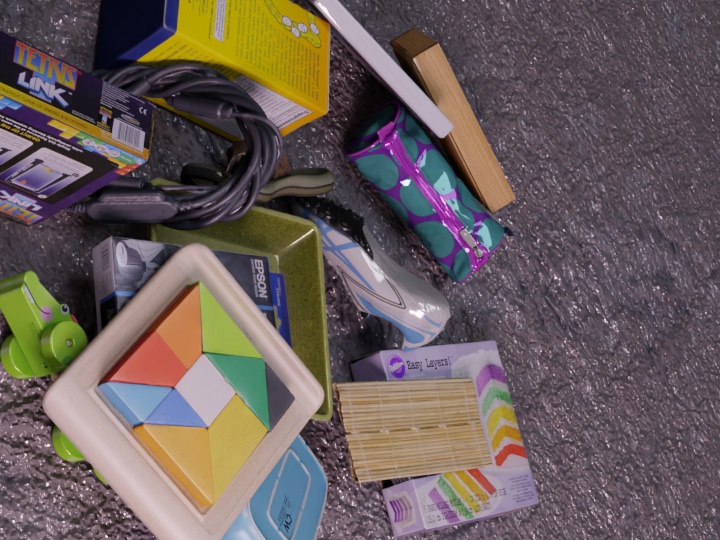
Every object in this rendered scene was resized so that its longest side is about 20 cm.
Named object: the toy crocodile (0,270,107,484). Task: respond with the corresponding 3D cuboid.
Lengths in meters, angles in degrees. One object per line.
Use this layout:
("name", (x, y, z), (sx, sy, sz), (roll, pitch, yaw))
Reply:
("toy crocodile", (-0.227, 0.089, 1.157), (0.062, 0.067, 0.200), (-40, 105, -49))

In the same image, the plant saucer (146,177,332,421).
("plant saucer", (-0.120, 0.035, 1.311), (0.199, 0.048, 0.200), (15, 62, -40))

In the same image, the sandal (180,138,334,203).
("sandal", (-0.099, -0.099, 1.374), (0.201, 0.080, 0.057), (-9, 108, -58))

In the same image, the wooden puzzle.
("wooden puzzle", (-0.131, 0.102, 1.158), (0.185, 0.037, 0.200), (52, 52, -15))

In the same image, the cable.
("cable", (-0.168, -0.112, 1.264), (0.200, 0.051, 0.163), (-3, 59, -4))

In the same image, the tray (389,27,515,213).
("tray", (0.101, -0.166, 1.595), (0.200, 0.037, 0.099), (61, -3, -23))

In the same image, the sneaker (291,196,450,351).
("sneaker", (0.000, 0.000, 1.436), (0.200, 0.073, 0.072), (44, 22, 8))

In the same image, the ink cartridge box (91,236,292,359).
("ink cartridge box", (-0.131, 0.032, 1.234), (0.200, 0.039, 0.100), (7, 66, -39))

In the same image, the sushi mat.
("sushi mat", (0.053, 0.152, 1.401), (0.200, 0.012, 0.096), (2, 72, -45))

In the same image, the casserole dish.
("casserole dish", (-0.076, 0.200, 1.250), (0.121, 0.039, 0.200), (56, 25, -20))

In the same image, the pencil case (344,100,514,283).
("pencil case", (0.072, -0.084, 1.550), (0.085, 0.092, 0.200), (-43, 109, -2))

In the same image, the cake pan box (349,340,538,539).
("cake pan box", (0.085, 0.168, 1.476), (0.200, 0.052, 0.185), (0, 70, -46))

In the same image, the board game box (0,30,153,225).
("board game box", (-0.288, -0.115, 1.111), (0.200, 0.165, 0.057), (24, 57, -39))

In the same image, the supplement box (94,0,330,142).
("supplement box", (-0.136, -0.212, 1.368), (0.200, 0.109, 0.110), (25, 55, -39))

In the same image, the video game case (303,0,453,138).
("video game case", (0.004, -0.234, 1.514), (0.200, 0.024, 0.182), (44, 4, -25))
